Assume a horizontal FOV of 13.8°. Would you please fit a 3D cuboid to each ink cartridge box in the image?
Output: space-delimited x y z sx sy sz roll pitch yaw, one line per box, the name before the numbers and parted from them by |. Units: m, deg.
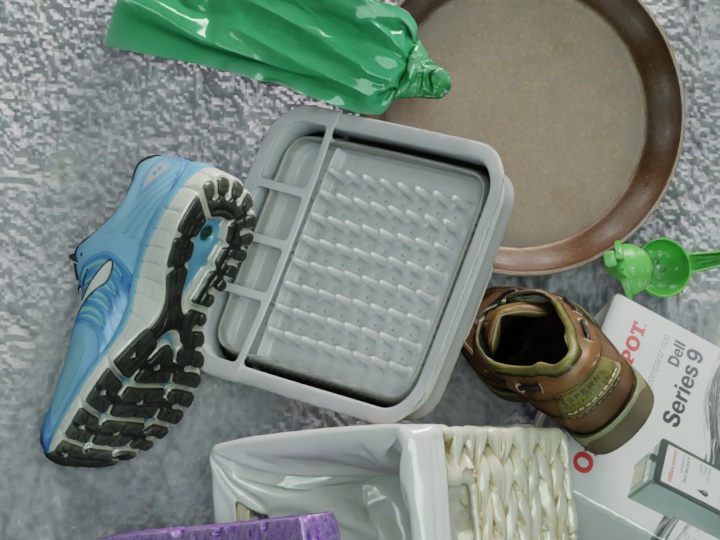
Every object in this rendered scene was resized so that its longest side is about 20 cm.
ink cartridge box | 0.198 0.129 1.743 0.199 0.084 0.146 28 55 -4

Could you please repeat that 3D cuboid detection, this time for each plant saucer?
plant saucer | 0.097 -0.096 1.799 0.199 0.034 0.202 0 86 -7

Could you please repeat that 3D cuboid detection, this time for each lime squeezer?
lime squeezer | 0.181 0.000 1.771 0.199 0.070 0.038 -2 97 -49

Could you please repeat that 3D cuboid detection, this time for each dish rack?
dish rack | 0.000 0.000 1.722 0.043 0.199 0.173 29 80 -44

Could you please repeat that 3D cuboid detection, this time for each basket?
basket | 0.021 0.154 1.678 0.123 0.199 0.137 -3 87 -37

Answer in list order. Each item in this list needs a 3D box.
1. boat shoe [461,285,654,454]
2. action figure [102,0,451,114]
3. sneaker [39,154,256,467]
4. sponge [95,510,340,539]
boat shoe | 0.100 0.038 1.703 0.072 0.200 0.068 -49 116 -6
action figure | -0.038 -0.145 1.760 0.199 0.055 0.119 24 84 9
sneaker | -0.135 0.023 1.748 0.078 0.090 0.201 21 98 -47
sponge | -0.076 0.199 1.678 0.030 0.199 0.112 -6 86 -39
